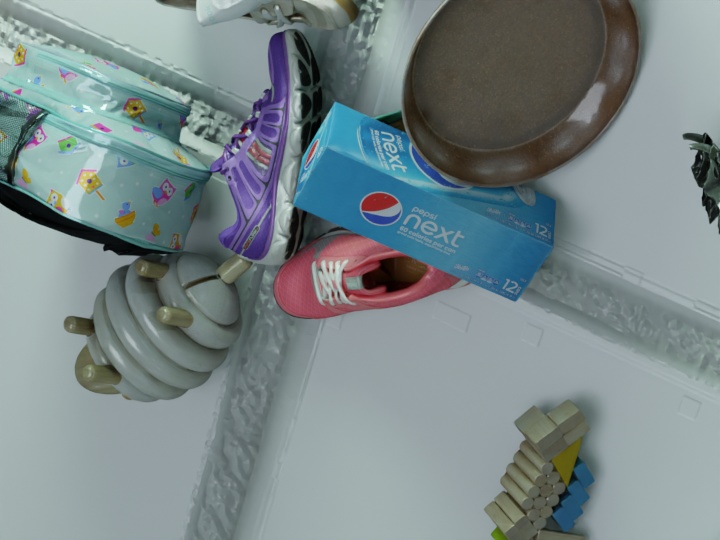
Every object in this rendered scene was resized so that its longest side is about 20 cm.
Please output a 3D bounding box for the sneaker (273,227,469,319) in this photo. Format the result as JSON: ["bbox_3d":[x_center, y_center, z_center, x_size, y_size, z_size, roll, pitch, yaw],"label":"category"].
[{"bbox_3d":[0.000,0.000,1.703,0.200,0.087,0.074,-13,95,31],"label":"sneaker"}]

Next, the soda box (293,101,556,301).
[{"bbox_3d":[0.052,-0.054,1.617,0.200,0.064,0.068,23,129,-12],"label":"soda box"}]

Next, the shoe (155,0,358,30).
[{"bbox_3d":[-0.089,-0.226,1.702,0.200,0.070,0.053,19,77,31],"label":"shoe"}]

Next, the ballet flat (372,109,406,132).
[{"bbox_3d":[0.041,-0.102,1.665,0.200,0.070,0.068,-16,93,30],"label":"ballet flat"}]

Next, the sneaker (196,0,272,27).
[{"bbox_3d":[-0.131,-0.285,1.670,0.088,0.075,0.200,-29,55,14],"label":"sneaker"}]

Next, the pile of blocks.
[{"bbox_3d":[0.143,0.196,1.698,0.201,0.082,0.062,-69,25,13],"label":"pile of blocks"}]

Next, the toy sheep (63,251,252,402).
[{"bbox_3d":[-0.171,0.045,1.783,0.200,0.138,0.138,-32,86,23],"label":"toy sheep"}]

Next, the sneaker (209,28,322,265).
[{"bbox_3d":[-0.082,-0.104,1.710,0.083,0.081,0.201,11,101,8],"label":"sneaker"}]

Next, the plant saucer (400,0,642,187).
[{"bbox_3d":[0.118,-0.157,1.565,0.201,0.200,0.035,-64,34,24],"label":"plant saucer"}]

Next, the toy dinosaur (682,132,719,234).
[{"bbox_3d":[0.317,-0.082,1.522,0.135,0.102,0.201,-20,78,7],"label":"toy dinosaur"}]

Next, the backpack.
[{"bbox_3d":[-0.225,-0.099,1.739,0.200,0.176,0.154,35,98,33],"label":"backpack"}]
